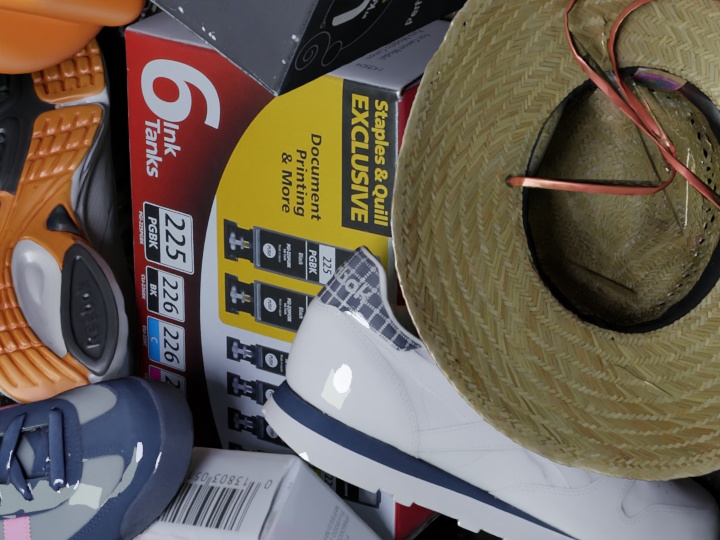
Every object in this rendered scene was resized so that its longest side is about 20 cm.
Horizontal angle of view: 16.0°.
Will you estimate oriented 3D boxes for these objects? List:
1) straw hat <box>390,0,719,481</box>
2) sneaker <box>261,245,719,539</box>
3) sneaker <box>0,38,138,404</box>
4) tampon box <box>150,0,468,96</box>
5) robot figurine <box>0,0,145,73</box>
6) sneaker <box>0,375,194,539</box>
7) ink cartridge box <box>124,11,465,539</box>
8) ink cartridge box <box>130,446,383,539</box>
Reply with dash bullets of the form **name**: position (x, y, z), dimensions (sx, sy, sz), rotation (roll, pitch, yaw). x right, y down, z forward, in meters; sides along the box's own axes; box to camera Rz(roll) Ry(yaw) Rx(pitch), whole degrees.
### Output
- **straw hat**: position (0.096, -0.026, 0.945), dimensions (0.201, 0.201, 0.085), rotation (64, 169, -4)
- **sneaker**: position (0.064, 0.060, 0.978), dimensions (0.081, 0.200, 0.076), rotation (-65, 26, 6)
- **sneaker**: position (-0.133, -0.016, 1.103), dimensions (0.075, 0.200, 0.092), rotation (-8, 152, 4)
- **tampon box**: position (0.006, -0.177, 0.875), dimensions (0.126, 0.200, 0.150), rotation (38, 127, 17)
- **robot figurine**: position (-0.168, -0.143, 1.023), dimensions (0.200, 0.117, 0.144), rotation (13, 134, 41)
- **sneaker**: position (-0.158, 0.088, 1.003), dimensions (0.200, 0.082, 0.070), rotation (-25, 59, 29)
- **ink cartridge box**: position (0.000, 0.000, 1.035), dimensions (0.175, 0.084, 0.201), rotation (14, 118, 30)
- **ink cartridge box**: position (-0.038, 0.142, 1.072), dimensions (0.162, 0.057, 0.200), rotation (1, 141, 42)
